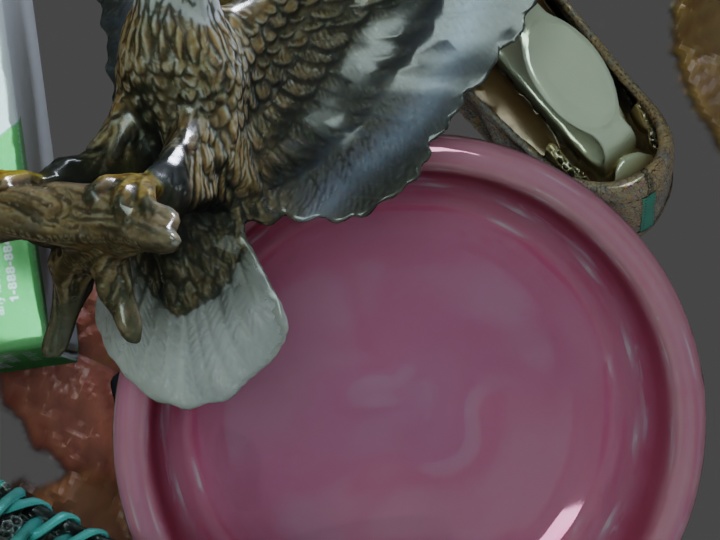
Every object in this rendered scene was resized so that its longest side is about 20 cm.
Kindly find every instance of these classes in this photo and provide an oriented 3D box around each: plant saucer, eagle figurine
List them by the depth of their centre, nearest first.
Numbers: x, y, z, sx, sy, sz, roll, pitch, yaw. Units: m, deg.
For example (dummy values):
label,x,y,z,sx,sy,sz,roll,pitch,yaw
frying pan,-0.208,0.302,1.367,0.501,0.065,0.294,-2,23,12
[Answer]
label,x,y,z,sx,sy,sz,roll,pitch,yaw
eagle figurine,-0.044,-0.074,0.708,0.152,0.151,0.200,39,52,-9
plant saucer,0.015,0.051,0.783,0.200,0.051,0.201,-1,99,-6

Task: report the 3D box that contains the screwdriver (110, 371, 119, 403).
label,x,y,z,sx,sy,sz,roll,pitch,yaw
screwdriver,0.000,0.000,0.821,0.200,0.028,0.029,-31,58,-8

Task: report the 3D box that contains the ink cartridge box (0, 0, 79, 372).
label,x,y,z,sx,sy,sz,roll,pitch,yaw
ink cartridge box,-0.208,-0.027,0.789,0.199,0.084,0.147,-9,86,0

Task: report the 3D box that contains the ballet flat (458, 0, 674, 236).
label,x,y,z,sx,sy,sz,roll,pitch,yaw
ballet flat,0.041,-0.096,0.797,0.068,0.067,0.200,-43,84,-9

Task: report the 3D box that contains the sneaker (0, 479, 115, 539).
label,x,y,z,sx,sy,sz,roll,pitch,yaw
sneaker,-0.115,0.104,0.744,0.199,0.078,0.092,-14,98,29
